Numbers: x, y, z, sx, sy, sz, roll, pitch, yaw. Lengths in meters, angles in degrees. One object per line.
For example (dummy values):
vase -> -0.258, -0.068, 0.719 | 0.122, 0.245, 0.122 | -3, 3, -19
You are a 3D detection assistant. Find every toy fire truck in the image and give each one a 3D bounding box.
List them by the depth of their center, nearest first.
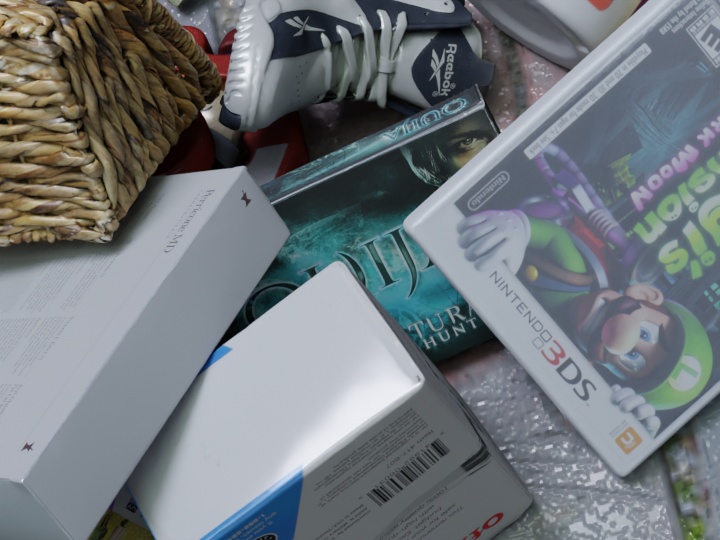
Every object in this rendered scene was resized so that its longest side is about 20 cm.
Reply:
toy fire truck -> -0.123, -0.080, 1.095 | 0.199, 0.112, 0.169 | 3, 54, 21

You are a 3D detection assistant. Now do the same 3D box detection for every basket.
basket -> -0.194, -0.107, 0.947 | 0.199, 0.143, 0.149 | -1, 35, 24

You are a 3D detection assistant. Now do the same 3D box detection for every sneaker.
sneaker -> 0.007, -0.118, 1.044 | 0.129, 0.199, 0.080 | 19, 115, 7

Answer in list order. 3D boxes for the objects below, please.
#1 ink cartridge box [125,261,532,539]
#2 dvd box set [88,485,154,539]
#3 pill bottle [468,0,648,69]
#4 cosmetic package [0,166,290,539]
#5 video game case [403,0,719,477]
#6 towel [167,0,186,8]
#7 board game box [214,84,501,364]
ink cartridge box -> -0.014, 0.102, 0.952 | 0.146, 0.200, 0.084 | -37, 60, 2
dvd box set -> -0.170, 0.158, 1.012 | 0.029, 0.146, 0.201 | 23, 80, 45
pill bottle -> 0.146, -0.220, 1.056 | 0.111, 0.111, 0.201 | 33, 84, 22
cosmetic package -> -0.143, 0.038, 0.910 | 0.150, 0.052, 0.200 | -5, 41, 43
video game case -> 0.153, -0.023, 0.988 | 0.200, 0.023, 0.182 | -42, 104, 0
towel -> -0.113, -0.273, 1.184 | 0.148, 0.036, 0.200 | -39, 68, 0
board game box -> 0.000, 0.000, 1.024 | 0.199, 0.136, 0.028 | -25, 30, 7
